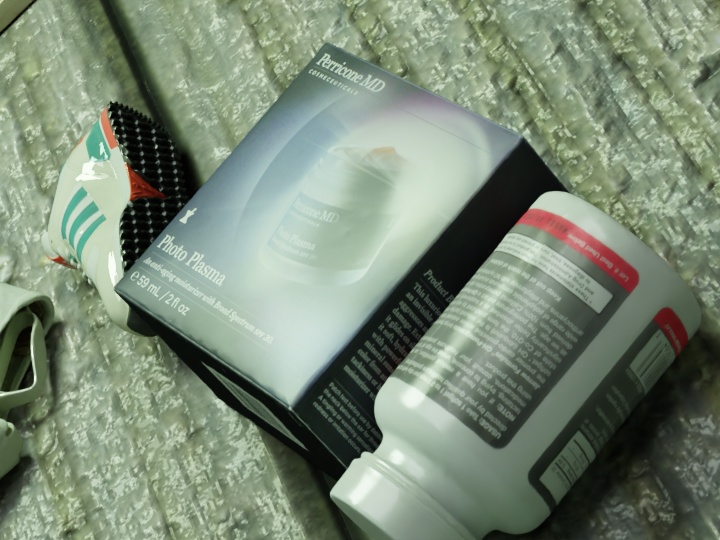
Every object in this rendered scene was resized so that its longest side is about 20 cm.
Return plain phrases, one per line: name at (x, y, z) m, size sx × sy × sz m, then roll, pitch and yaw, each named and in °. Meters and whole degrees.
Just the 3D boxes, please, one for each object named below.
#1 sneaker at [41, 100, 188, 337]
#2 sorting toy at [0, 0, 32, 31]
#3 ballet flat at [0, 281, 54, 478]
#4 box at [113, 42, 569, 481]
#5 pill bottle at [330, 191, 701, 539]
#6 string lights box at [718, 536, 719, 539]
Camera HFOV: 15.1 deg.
sneaker at (-0.158, -0.015, 1.745) m, size 0.093 × 0.070 × 0.200 m, roll -44°, pitch 37°, yaw 28°
sorting toy at (-0.303, -0.266, 2.080) m, size 0.200 × 0.070 × 0.199 m, roll -44°, pitch 39°, yaw -2°
ballet flat at (-0.237, 0.087, 1.716) m, size 0.069 × 0.069 × 0.201 m, roll -14°, pitch 46°, yaw 31°
box at (0.000, 0.000, 1.542) m, size 0.199 × 0.123 × 0.200 m, roll -49°, pitch 40°, yaw -10°
pill bottle at (0.078, 0.066, 1.424) m, size 0.200 × 0.111 × 0.111 m, roll -50°, pitch 39°, yaw -9°
string lights box at (0.234, 0.132, 1.160) m, size 0.059 × 0.200 × 0.103 m, roll 2°, pitch 56°, yaw 41°
